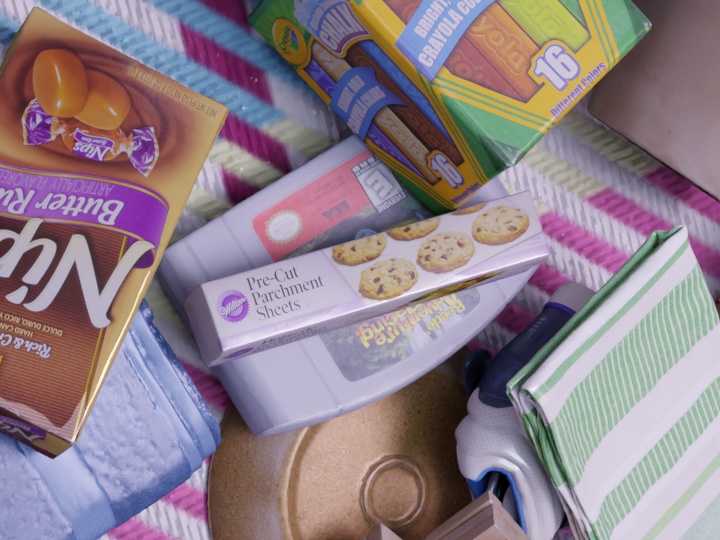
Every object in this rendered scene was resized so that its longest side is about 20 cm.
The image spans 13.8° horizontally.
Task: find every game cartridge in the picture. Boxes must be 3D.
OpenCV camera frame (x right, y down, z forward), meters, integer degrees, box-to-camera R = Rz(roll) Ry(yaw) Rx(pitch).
[{"bbox_3d":[0.000,0.000,1.627,0.200,0.041,0.133,-33,93,-22],"label":"game cartridge"}]

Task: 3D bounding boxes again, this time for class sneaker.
[{"bbox_3d":[0.121,0.114,1.676,0.147,0.080,0.200,-53,136,-14],"label":"sneaker"}]

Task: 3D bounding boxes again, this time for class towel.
[{"bbox_3d":[-0.175,0.103,1.556,0.200,0.048,0.112,-35,106,-22],"label":"towel"},{"bbox_3d":[0.163,0.092,1.636,0.153,0.023,0.201,-45,127,-26],"label":"towel"}]

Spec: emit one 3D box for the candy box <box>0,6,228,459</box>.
[{"bbox_3d":[-0.162,-0.019,1.520,0.116,0.056,0.201,27,72,-11],"label":"candy box"}]

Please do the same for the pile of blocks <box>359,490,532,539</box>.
[{"bbox_3d":[0.004,0.185,1.596,0.199,0.062,0.082,-13,115,5],"label":"pile of blocks"}]

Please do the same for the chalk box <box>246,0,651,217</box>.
[{"bbox_3d":[0.031,-0.150,1.586,0.200,0.124,0.125,46,68,-4],"label":"chalk box"}]

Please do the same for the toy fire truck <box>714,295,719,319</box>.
[{"bbox_3d":[0.251,0.013,1.710,0.200,0.176,0.129,-41,111,-4],"label":"toy fire truck"}]

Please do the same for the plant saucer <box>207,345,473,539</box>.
[{"bbox_3d":[0.011,0.123,1.661,0.199,0.035,0.201,-2,94,-27],"label":"plant saucer"}]

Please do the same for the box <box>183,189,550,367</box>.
[{"bbox_3d":[0.005,0.004,1.588,0.199,0.039,0.042,-15,81,-21],"label":"box"}]

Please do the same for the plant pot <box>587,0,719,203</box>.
[{"bbox_3d":[0.223,-0.130,1.683,0.200,0.200,0.174,32,94,-25],"label":"plant pot"}]
